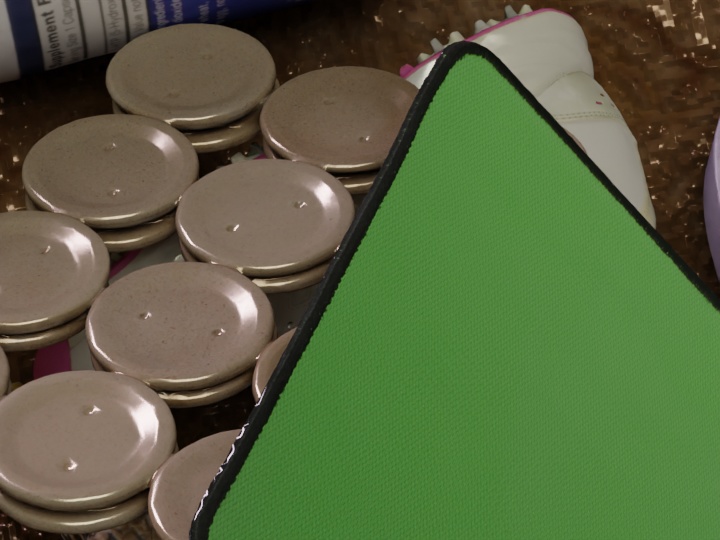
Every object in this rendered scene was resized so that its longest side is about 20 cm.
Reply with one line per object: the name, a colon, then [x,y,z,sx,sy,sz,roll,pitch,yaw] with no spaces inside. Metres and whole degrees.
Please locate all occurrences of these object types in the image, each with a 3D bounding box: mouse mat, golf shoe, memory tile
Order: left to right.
memory tile: [-0.036,0.004,0.804,0.153,0.017,0.200,16,42,21]
golf shoe: [0.000,0.000,0.899,0.199,0.075,0.092,-31,80,-12]
mouse mat: [0.044,0.053,0.765,0.161,0.008,0.200,46,44,-19]

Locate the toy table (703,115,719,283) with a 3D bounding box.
toy table: [0.179,-0.022,0.861,0.183,0.117,0.200,-24,58,-25]

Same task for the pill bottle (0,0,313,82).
pill bottle: [-0.090,-0.122,0.906,0.199,0.120,0.120,-15,73,-7]

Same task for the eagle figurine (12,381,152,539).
eagle figurine: [-0.075,0.097,0.827,0.199,0.152,0.151,-28,39,-29]
